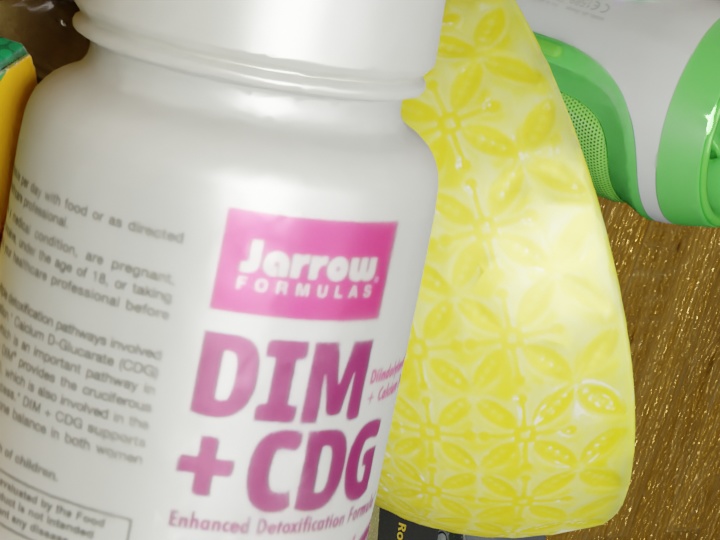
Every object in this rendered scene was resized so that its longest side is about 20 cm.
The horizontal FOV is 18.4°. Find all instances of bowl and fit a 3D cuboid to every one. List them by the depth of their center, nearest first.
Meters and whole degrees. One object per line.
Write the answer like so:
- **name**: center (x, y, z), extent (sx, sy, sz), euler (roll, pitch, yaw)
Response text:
- **bowl**: center (0.000, 0.000, 0.716), extent (0.108, 0.200, 0.200), euler (-16, 131, -10)

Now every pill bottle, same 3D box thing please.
- **pill bottle**: center (-0.042, 0.007, 0.599), extent (0.113, 0.113, 0.200), euler (-9, 114, -57)

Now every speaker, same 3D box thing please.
- **speaker**: center (0.056, -0.081, 0.823), extent (0.088, 0.200, 0.089), euler (-37, 138, -42)

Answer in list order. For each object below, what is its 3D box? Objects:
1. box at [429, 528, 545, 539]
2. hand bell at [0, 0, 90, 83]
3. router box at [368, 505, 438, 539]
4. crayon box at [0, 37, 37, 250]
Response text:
- **box**: center (0.028, 0.180, 0.839), extent (0.137, 0.038, 0.200), euler (125, -28, -43)
- **hand bell**: center (-0.051, -0.152, 0.746), extent (0.104, 0.104, 0.200), euler (73, 34, -48)
- **router box**: center (-0.044, 0.113, 0.786), extent (0.157, 0.052, 0.200), euler (24, 66, -43)
- **crayon box**: center (-0.139, 0.042, 0.630), extent (0.119, 0.058, 0.200), euler (-42, 140, -42)
